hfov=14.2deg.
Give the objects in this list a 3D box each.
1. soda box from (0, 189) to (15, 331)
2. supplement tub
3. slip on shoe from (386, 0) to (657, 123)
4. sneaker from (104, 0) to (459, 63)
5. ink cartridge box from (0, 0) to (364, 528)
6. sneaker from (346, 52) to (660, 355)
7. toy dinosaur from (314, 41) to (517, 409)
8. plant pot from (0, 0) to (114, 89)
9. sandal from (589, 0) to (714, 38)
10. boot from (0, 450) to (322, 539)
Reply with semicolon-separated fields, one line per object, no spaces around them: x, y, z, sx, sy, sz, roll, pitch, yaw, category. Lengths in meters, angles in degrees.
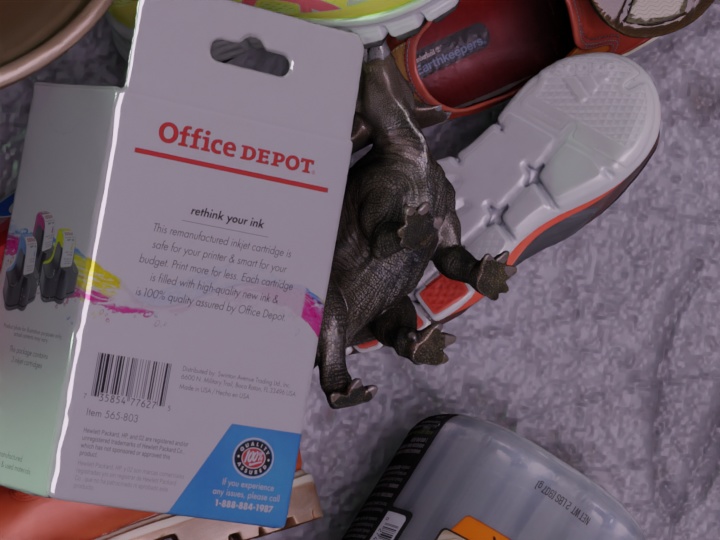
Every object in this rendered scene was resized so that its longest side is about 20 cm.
-0.138;0.012;1.180;0.200;0.063;0.070;-36;111;-30;soda box
0.027;0.172;1.241;0.123;0.123;0.200;39;72;-19;supplement tub
0.091;-0.119;1.273;0.200;0.061;0.074;-26;103;-15;slip on shoe
-0.028;-0.140;1.166;0.200;0.078;0.090;-13;131;21;sneaker
-0.075;-0.006;1.142;0.115;0.068;0.200;12;88;-38;ink cartridge box
0.051;-0.017;1.266;0.200;0.082;0.077;-29;72;10;sneaker
0.000;0.000;1.205;0.077;0.102;0.200;13;108;-32;toy dinosaur
-0.185;-0.160;1.147;0.201;0.093;0.201;1;86;-13;plant pot
0.115;-0.198;1.249;0.082;0.055;0.200;-14;82;-3;sandal
-0.126;0.082;1.231;0.200;0.075;0.107;-15;87;-14;boot
